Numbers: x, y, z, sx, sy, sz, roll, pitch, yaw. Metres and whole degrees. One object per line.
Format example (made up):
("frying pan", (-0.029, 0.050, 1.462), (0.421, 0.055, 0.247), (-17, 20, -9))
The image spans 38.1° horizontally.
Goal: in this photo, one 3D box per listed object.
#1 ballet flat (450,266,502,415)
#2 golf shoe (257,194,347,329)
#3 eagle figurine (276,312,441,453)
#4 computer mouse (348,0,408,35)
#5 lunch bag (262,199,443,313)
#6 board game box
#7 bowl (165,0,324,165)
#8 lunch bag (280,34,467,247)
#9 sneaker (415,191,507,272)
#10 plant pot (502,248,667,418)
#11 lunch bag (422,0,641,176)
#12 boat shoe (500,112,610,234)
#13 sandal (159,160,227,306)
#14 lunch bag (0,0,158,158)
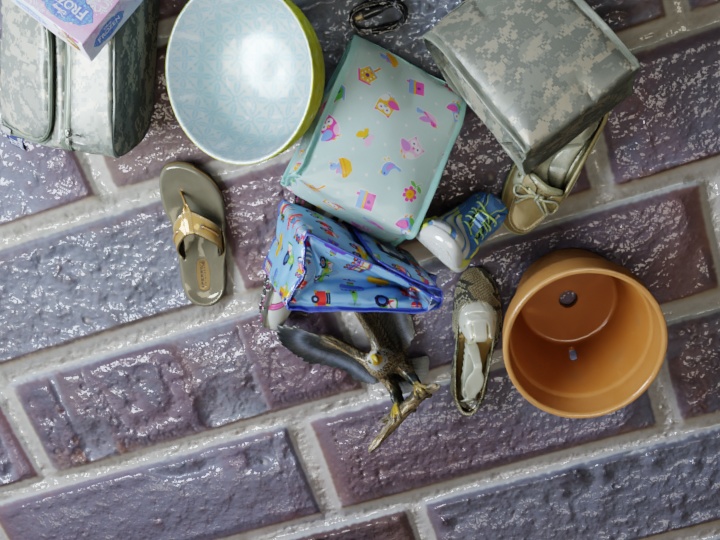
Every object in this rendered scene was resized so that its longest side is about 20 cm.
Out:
("ballet flat", (0.151, 0.100, 1.362), (0.067, 0.076, 0.203), (3, 114, 1))
("golf shoe", (-0.070, -0.005, 1.324), (0.091, 0.073, 0.202), (20, 113, -9))
("eagle figurine", (0.011, 0.102, 1.351), (0.200, 0.151, 0.151), (48, 147, 9))
("computer mouse", (0.076, -0.327, 1.200), (0.198, 0.034, 0.059), (-28, 111, 14))
("lunch bag", (0.000, 0.000, 1.227), (0.197, 0.151, 0.096), (13, 104, -20))
("board game box", (-0.300, -0.357, 1.104), (0.199, 0.041, 0.201), (35, 79, 10))
("bowl", (-0.114, -0.227, 1.195), (0.197, 0.107, 0.204), (6, 103, 27))
("lunch bag", (0.021, -0.156, 1.227), (0.168, 0.122, 0.203), (26, 79, -9))
("sneaker", (0.123, -0.057, 1.243), (0.076, 0.200, 0.105), (41, 93, 4))
("plant pot", (0.270, 0.061, 1.307), (0.196, 0.141, 0.203), (0, 115, 1))
("lunch bag", (0.187, -0.239, 1.174), (0.163, 0.118, 0.201), (-37, 78, 2))
("boat shoe", (0.235, -0.126, 1.267), (0.073, 0.063, 0.202), (30, 111, -11))
("sandal", (-0.209, -0.040, 1.322), (0.079, 0.054, 0.203), (-3, 114, 3))
("lunch bag", (-0.333, -0.238, 1.198), (0.165, 0.140, 0.203), (12, 116, 8))
